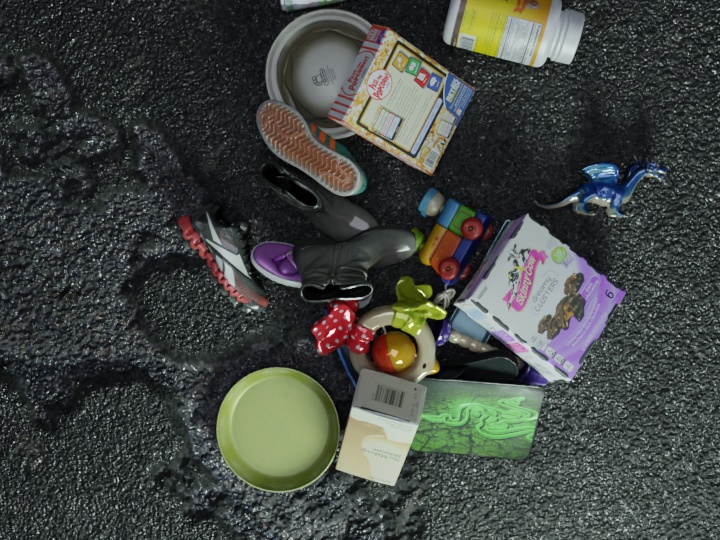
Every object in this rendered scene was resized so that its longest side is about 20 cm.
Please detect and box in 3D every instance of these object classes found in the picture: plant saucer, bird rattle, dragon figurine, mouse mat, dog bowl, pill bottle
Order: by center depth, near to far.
[{"bbox_3d":[0.034,0.102,1.375,0.199,0.113,0.164,-21,101,1],"label":"bird rattle"},{"bbox_3d":[0.232,-0.376,1.418,0.199,0.109,0.110,15,93,3],"label":"pill bottle"},{"bbox_3d":[0.367,-0.134,1.443,0.199,0.059,0.100,3,92,3],"label":"dragon figurine"},{"bbox_3d":[0.176,0.231,1.447,0.199,0.008,0.162,4,126,-1],"label":"mouse mat"},{"bbox_3d":[-0.046,-0.301,1.456,0.199,0.074,0.201,0,93,3],"label":"dog bowl"},{"bbox_3d":[0.212,0.022,1.479,0.070,0.019,0.201,29,93,2],"label":"plant saucer"},{"bbox_3d":[-0.131,0.254,1.502,0.199,0.031,0.201,0,93,4],"label":"plant saucer"}]

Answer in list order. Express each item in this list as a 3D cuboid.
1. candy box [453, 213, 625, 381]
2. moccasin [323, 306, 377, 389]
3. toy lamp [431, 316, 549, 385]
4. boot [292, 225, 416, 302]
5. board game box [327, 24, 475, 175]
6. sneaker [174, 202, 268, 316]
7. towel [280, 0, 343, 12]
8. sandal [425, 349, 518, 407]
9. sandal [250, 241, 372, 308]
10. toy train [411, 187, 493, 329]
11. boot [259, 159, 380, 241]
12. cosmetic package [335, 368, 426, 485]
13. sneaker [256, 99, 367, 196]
[{"bbox_3d":[0.271,0.042,1.415,0.200,0.072,0.168,38,75,-6],"label":"candy box"},{"bbox_3d":[0.006,0.137,1.475,0.068,0.080,0.201,-26,104,1],"label":"moccasin"},{"bbox_3d":[0.206,0.128,1.450,0.199,0.058,0.058,22,93,-13],"label":"toy lamp"},{"bbox_3d":[0.000,0.000,1.382,0.199,0.131,0.068,-8,124,-11],"label":"boot"},{"bbox_3d":[0.065,-0.253,1.405,0.200,0.046,0.152,25,93,-39],"label":"board game box"},{"bbox_3d":[-0.201,-0.024,1.476,0.098,0.071,0.201,-39,88,6],"label":"sneaker"},{"bbox_3d":[-0.039,-0.498,1.476,0.199,0.031,0.150,-10,94,2],"label":"towel"},{"bbox_3d":[0.146,0.173,1.434,0.200,0.048,0.075,-22,125,29],"label":"sandal"},{"bbox_3d":[-0.071,-0.006,1.464,0.202,0.083,0.050,21,133,-6],"label":"sandal"},{"bbox_3d":[0.113,-0.021,1.461,0.115,0.085,0.201,33,102,18],"label":"toy train"},{"bbox_3d":[-0.065,-0.097,1.428,0.199,0.131,0.068,32,94,2],"label":"boot"},{"bbox_3d":[0.028,0.240,1.410,0.105,0.200,0.071,15,51,3],"label":"cosmetic package"},{"bbox_3d":[-0.072,-0.179,1.402,0.200,0.080,0.071,42,100,10],"label":"sneaker"}]
